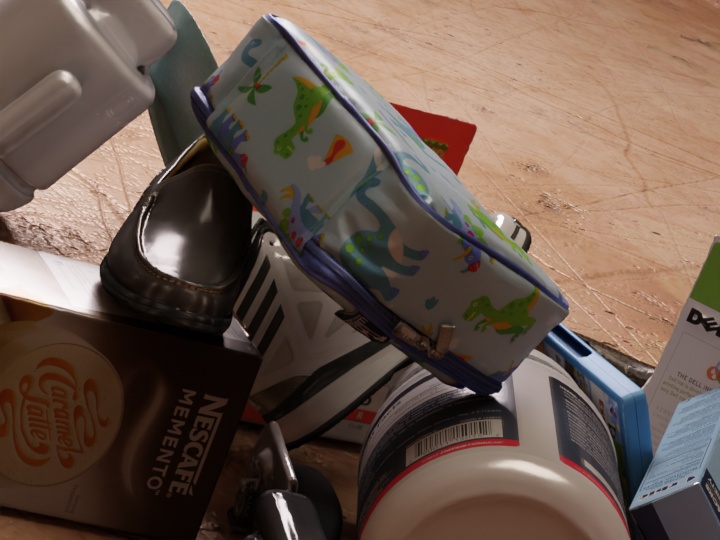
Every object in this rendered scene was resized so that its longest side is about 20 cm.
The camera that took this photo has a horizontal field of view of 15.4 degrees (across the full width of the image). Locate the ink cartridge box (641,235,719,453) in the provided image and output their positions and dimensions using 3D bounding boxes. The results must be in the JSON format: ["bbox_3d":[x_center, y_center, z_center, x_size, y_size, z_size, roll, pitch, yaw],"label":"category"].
[{"bbox_3d":[0.243,0.092,1.598,0.148,0.200,0.076,27,18,13],"label":"ink cartridge box"}]

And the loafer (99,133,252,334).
[{"bbox_3d":[-0.089,-0.023,1.368,0.073,0.072,0.200,20,15,-10],"label":"loafer"}]

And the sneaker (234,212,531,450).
[{"bbox_3d":[0.000,0.000,1.499,0.115,0.200,0.076,54,-25,-3],"label":"sneaker"}]

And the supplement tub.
[{"bbox_3d":[0.067,0.126,1.382,0.140,0.141,0.200,21,18,-6],"label":"supplement tub"}]

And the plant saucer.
[{"bbox_3d":[-0.107,-0.079,1.764,0.039,0.201,0.201,-20,30,-10],"label":"plant saucer"}]

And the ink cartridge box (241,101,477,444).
[{"bbox_3d":[-0.024,-0.003,1.550,0.162,0.200,0.050,13,20,-27],"label":"ink cartridge box"}]

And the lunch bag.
[{"bbox_3d":[0.010,-0.031,1.356,0.161,0.082,0.200,34,13,-47],"label":"lunch bag"}]

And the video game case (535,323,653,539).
[{"bbox_3d":[0.116,0.091,1.545,0.018,0.143,0.200,-19,30,-18],"label":"video game case"}]

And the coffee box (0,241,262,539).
[{"bbox_3d":[-0.165,0.055,1.349,0.200,0.115,0.080,14,17,-24],"label":"coffee box"}]

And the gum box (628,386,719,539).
[{"bbox_3d":[0.214,0.166,1.446,0.170,0.044,0.200,64,19,-5],"label":"gum box"}]

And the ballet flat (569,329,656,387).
[{"bbox_3d":[0.190,0.094,1.778,0.200,0.067,0.046,26,-13,20],"label":"ballet flat"}]

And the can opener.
[{"bbox_3d":[-0.026,0.144,1.365,0.067,0.053,0.200,16,20,-19],"label":"can opener"}]

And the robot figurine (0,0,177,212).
[{"bbox_3d":[-0.211,-0.114,1.693,0.113,0.200,0.170,51,6,-13],"label":"robot figurine"}]
